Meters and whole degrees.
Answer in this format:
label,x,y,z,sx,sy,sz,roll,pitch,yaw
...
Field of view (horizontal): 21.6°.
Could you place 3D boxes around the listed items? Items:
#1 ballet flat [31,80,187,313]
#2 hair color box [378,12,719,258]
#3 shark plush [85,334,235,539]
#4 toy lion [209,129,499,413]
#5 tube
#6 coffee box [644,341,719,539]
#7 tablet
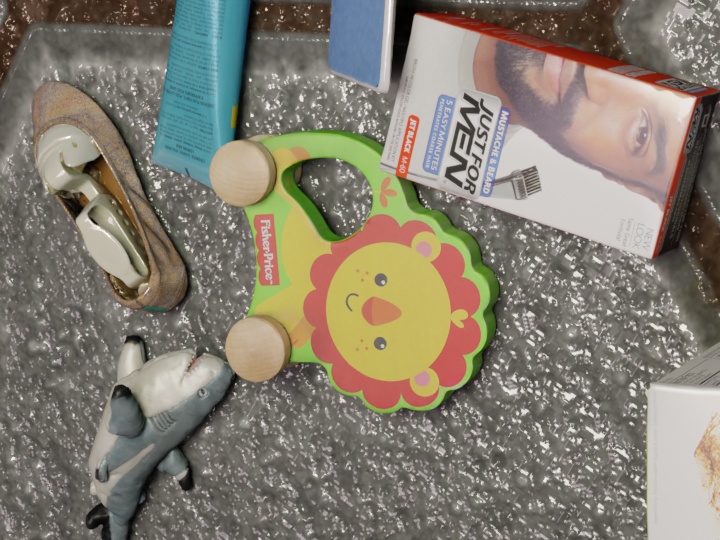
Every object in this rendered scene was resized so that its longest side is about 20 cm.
label,x,y,z,sx,sy,sz,roll,pitch,yaw
ballet flat,-0.196,-0.056,1.403,0.068,0.067,0.200,-39,81,26
hair color box,0.122,-0.091,1.242,0.200,0.064,0.111,19,106,21
shark plush,-0.162,0.146,1.424,0.083,0.091,0.200,17,103,-8
toy lion,0.000,0.000,1.324,0.191,0.069,0.200,-3,97,20
tube,-0.110,-0.160,1.355,0.077,0.050,0.200,25,113,39
coffee box,0.290,0.151,1.121,0.198,0.200,0.200,3,100,26
tablet,0.006,-0.224,1.257,0.014,0.130,0.200,0,102,-17
